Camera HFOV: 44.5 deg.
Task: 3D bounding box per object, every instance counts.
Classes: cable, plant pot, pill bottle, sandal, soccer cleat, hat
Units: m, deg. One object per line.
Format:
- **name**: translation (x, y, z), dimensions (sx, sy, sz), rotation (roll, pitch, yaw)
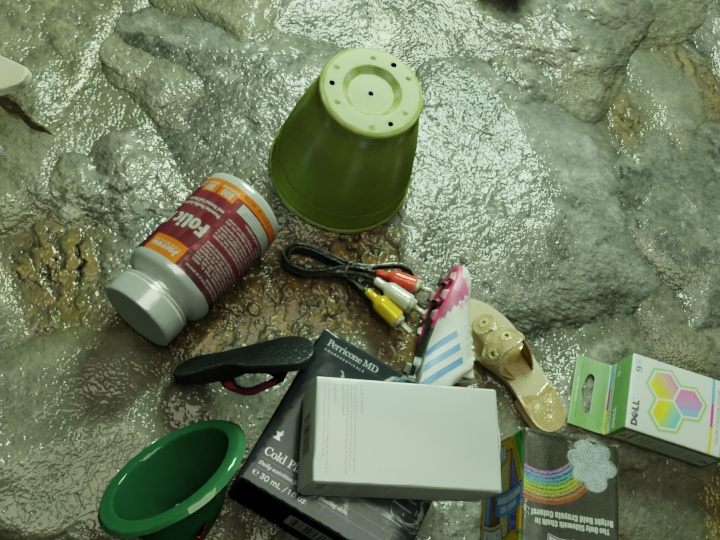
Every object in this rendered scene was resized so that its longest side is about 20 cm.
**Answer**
- **cable**: translation (0.000, 0.000, 1.137), dimensions (0.200, 0.050, 0.097), rotation (31, 60, -1)
- **plant pot**: translation (-0.006, -0.178, 1.133), dimensions (0.200, 0.193, 0.201), rotation (5, 66, -12)
- **pill bottle**: translation (-0.201, -0.014, 1.056), dimensions (0.114, 0.114, 0.200), rotation (38, 63, 4)
- **sandal**: translation (-0.127, 0.114, 1.002), dimensions (0.075, 0.200, 0.045), rotation (-36, 110, -54)
- **soccer cleat**: translation (0.114, 0.093, 1.121), dimensions (0.086, 0.070, 0.200), rotation (26, 69, -10)
- **sandal**: translation (0.200, 0.110, 1.129), dimensions (0.078, 0.070, 0.212), rotation (-30, 77, -23)
- **hat**: translation (-0.179, 0.292, 0.969), dimensions (0.200, 0.166, 0.176), rotation (-29, 114, -8)

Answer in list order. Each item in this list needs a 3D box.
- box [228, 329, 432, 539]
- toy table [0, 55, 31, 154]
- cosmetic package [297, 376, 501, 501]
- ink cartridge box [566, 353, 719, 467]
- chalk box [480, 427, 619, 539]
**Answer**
- **box**: translation (-0.013, 0.211, 1.005), dimensions (0.200, 0.124, 0.197), rotation (30, 62, 0)
- **toy table**: translation (-0.500, -0.225, 1.052), dimensions (0.200, 0.184, 0.117), rotation (27, 80, -11)
- **cosmetic package**: translation (0.041, 0.179, 0.920), dimensions (0.200, 0.081, 0.113), rotation (8, 66, -13)
- **ink cartridge box**: translation (0.380, 0.176, 1.151), dimensions (0.200, 0.059, 0.104), rotation (19, 64, -6)
- **chalk box**: translation (0.217, 0.302, 1.023), dimensions (0.125, 0.124, 0.200), rotation (13, 66, -10)
